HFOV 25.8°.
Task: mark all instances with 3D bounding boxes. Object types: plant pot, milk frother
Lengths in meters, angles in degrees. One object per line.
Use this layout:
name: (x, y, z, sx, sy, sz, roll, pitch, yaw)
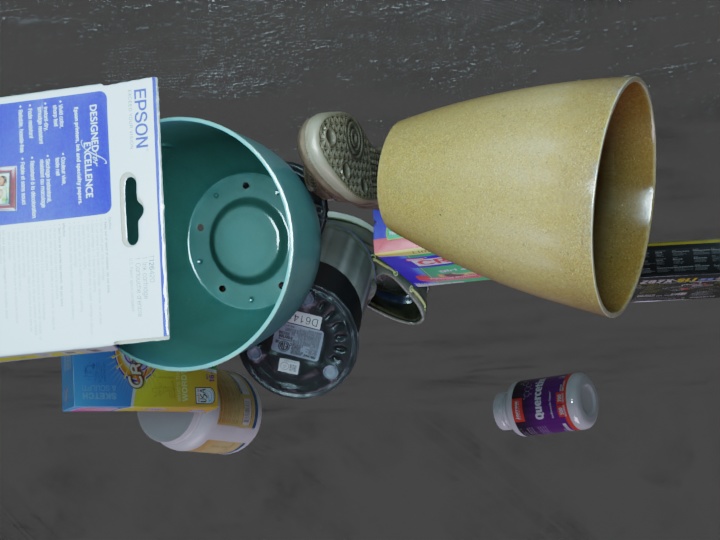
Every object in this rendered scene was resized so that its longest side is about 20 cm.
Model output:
plant pot: (0.120, -0.066, 1.269, 0.198, 0.189, 0.186, 6, 174, 24)
milk frother: (-0.056, -0.014, 1.526, 0.179, 0.201, 0.188, 29, -161, -5)
plant pot: (-0.121, -0.024, 1.328, 0.198, 0.204, 0.161, -7, 180, 19)

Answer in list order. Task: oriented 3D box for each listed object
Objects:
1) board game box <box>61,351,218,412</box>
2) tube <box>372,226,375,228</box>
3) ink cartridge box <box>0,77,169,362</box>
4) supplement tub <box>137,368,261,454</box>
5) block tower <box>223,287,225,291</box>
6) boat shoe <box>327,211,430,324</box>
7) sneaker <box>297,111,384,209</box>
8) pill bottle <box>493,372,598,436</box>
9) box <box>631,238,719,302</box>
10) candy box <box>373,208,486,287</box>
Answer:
board game box: (-0.278, 0.100, 1.975, 0.198, 0.155, 0.040, 3, 166, -33)
tube: (-0.043, -0.019, 1.732, 0.197, 0.053, 0.058, -8, -163, -3)
ink cartridge box: (-0.235, -0.035, 1.195, 0.197, 0.201, 0.047, -5, 172, 12)
supplement tub: (-0.274, 0.236, 2.680, 0.143, 0.147, 0.199, -9, 167, 27)
block tower: (-0.139, 0.004, 1.653, 0.198, 0.058, 0.054, 16, -159, -28)
boat shoe: (0.002, -0.001, 1.683, 0.072, 0.061, 0.201, -31, 138, 32)
sneaker: (-0.022, -0.084, 1.349, 0.075, 0.071, 0.200, -7, 168, 21)
pill bottle: (0.368, 0.270, 3.143, 0.198, 0.114, 0.112, -12, 166, 34)
box: (0.378, 0.002, 1.968, 0.197, 0.050, 0.160, -3, 166, -2)
candy box: (0.114, -0.041, 1.589, 0.167, 0.078, 0.200, -6, 167, 13)
